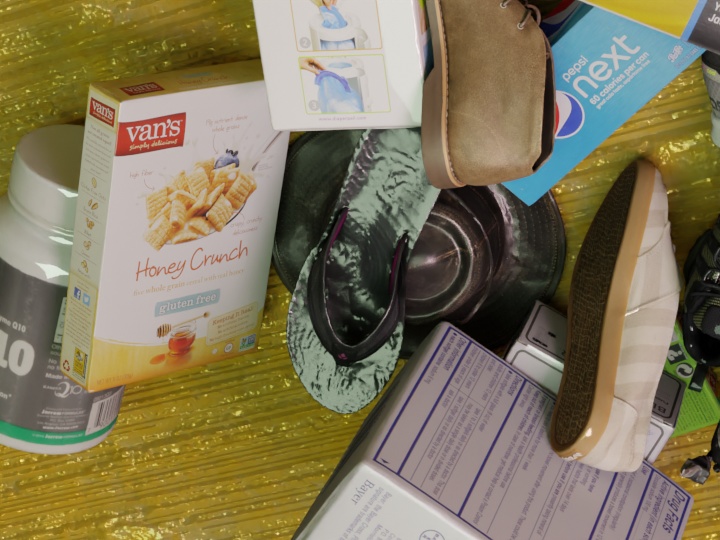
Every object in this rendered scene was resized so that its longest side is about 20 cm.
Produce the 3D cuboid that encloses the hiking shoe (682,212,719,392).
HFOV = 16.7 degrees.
[{"bbox_3d":[0.238,-0.006,1.455,0.076,0.101,0.200,12,147,0],"label":"hiking shoe"}]

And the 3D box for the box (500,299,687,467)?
[{"bbox_3d":[0.114,0.132,1.590,0.116,0.060,0.200,28,120,2],"label":"box"}]

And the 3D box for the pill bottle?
[{"bbox_3d":[-0.199,0.012,1.628,0.113,0.113,0.200,20,119,7],"label":"pill bottle"}]

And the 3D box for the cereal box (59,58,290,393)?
[{"bbox_3d":[-0.116,-0.030,1.560,0.040,0.144,0.200,32,123,40],"label":"cereal box"}]

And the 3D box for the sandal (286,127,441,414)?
[{"bbox_3d":[-0.001,-0.001,1.506,0.075,0.048,0.201,16,111,4],"label":"sandal"}]

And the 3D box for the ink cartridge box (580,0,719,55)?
[{"bbox_3d":[0.188,-0.219,1.325,0.197,0.047,0.200,21,129,0],"label":"ink cartridge box"}]

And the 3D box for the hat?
[{"bbox_3d":[0.026,-0.010,1.565,0.200,0.081,0.201,7,118,14],"label":"hat"}]

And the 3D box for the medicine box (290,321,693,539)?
[{"bbox_3d":[0.081,0.158,1.473,0.200,0.182,0.103,36,121,-1],"label":"medicine box"}]

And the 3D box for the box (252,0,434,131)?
[{"bbox_3d":[-0.005,-0.197,1.465,0.101,0.113,0.200,0,114,18],"label":"box"}]

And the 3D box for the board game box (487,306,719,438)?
[{"bbox_3d":[0.131,0.084,1.610,0.200,0.030,0.096,-22,107,23],"label":"board game box"}]

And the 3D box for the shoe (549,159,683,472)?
[{"bbox_3d":[0.162,0.029,1.503,0.053,0.200,0.070,21,159,-18],"label":"shoe"}]

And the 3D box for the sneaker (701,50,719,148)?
[{"bbox_3d":[0.285,-0.132,1.428,0.200,0.074,0.088,-15,116,28],"label":"sneaker"}]

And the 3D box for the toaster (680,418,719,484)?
[{"bbox_3d":[0.309,0.108,1.468,0.181,0.200,0.119,47,124,-7],"label":"toaster"}]

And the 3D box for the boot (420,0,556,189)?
[{"bbox_3d":[0.078,-0.149,1.436,0.075,0.074,0.201,-3,88,24],"label":"boot"}]

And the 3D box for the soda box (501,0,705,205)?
[{"bbox_3d":[0.145,-0.131,1.465,0.068,0.064,0.200,38,124,-13],"label":"soda box"}]
